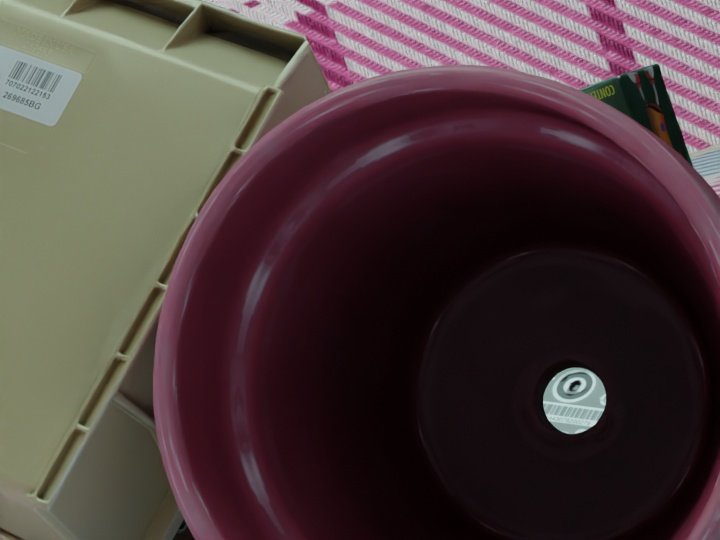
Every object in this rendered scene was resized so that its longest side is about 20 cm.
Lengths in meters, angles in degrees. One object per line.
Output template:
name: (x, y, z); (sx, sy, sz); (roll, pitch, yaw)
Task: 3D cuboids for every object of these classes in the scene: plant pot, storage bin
plant pot: (0.052, 0.041, 0.714); (0.199, 0.201, 0.179); (-20, -12, 15)
storage bin: (-0.132, -0.014, 0.763); (0.200, 0.199, 0.094); (21, -19, 24)

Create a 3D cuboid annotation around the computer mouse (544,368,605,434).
computer mouse: (0.114, 0.043, 0.924); (0.109, 0.044, 0.200); (7, 47, 35)

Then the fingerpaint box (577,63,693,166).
fingerpaint box: (0.108, -0.012, 1.236); (0.200, 0.167, 0.073); (-18, 2, 30)

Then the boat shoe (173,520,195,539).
boat shoe: (-0.075, 0.093, 0.800); (0.200, 0.068, 0.072); (-55, 21, -13)
